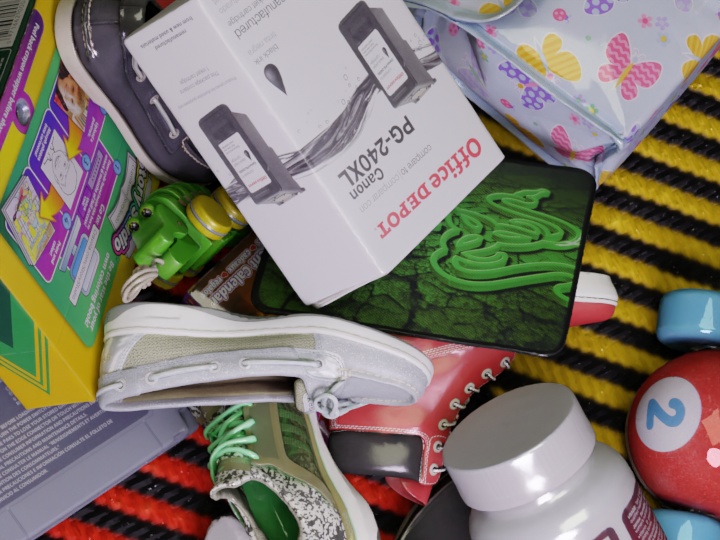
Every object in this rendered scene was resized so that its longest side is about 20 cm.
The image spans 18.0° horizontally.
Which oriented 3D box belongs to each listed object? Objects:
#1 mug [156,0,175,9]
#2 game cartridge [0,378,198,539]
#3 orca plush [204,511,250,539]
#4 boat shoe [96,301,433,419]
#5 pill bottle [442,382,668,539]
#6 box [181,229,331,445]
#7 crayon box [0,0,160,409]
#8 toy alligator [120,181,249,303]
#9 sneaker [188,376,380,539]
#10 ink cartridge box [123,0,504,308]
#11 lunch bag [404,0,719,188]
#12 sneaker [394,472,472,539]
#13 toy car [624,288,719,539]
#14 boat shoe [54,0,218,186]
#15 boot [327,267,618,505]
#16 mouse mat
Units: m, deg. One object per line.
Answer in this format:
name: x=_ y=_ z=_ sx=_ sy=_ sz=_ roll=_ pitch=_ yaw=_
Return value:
mug: x=-0.152 y=-0.206 z=1.502 sx=0.200 sy=0.178 sz=0.134 roll=-10 pitch=124 yaw=-8
game cartridge: x=-0.208 y=0.091 z=1.416 sx=0.200 sy=0.041 sz=0.133 roll=-32 pitch=88 yaw=-41
orca plush: x=-0.049 y=0.251 z=1.424 sx=0.071 sy=0.105 sz=0.200 roll=14 pitch=43 yaw=-45
boat shoe: x=-0.058 y=0.064 z=1.376 sx=0.202 sy=0.074 sz=0.065 roll=8 pitch=69 yaw=-4
pill bottle: x=0.134 y=0.176 z=1.419 sx=0.109 sy=0.110 sz=0.200 roll=-35 pitch=111 yaw=-15
box: x=0.000 y=0.000 z=1.507 sx=0.137 sy=0.039 sz=0.200 roll=46 pitch=74 yaw=1
crayon box: x=-0.198 y=-0.047 z=1.385 sx=0.058 sy=0.173 sz=0.200 roll=-6 pitch=48 yaw=23
toy alligator: x=-0.120 y=-0.025 z=1.424 sx=0.054 sy=0.200 sz=0.059 roll=47 pitch=110 yaw=4
sneaker: x=-0.065 y=0.115 z=1.403 sx=0.077 sy=0.089 sz=0.200 roll=-45 pitch=67 yaw=22
ink cartridge box: x=-0.023 y=-0.101 z=1.373 sx=0.200 sy=0.083 sz=0.145 roll=55 pitch=49 yaw=-11
lunch bag: x=0.137 y=-0.182 z=1.532 sx=0.200 sy=0.127 sz=0.170 roll=40 pitch=72 yaw=8
sneaker: x=0.048 y=0.208 z=1.433 sx=0.075 sy=0.106 sz=0.200 roll=30 pitch=74 yaw=-2
toy car: x=0.275 y=0.099 z=1.450 sx=0.177 sy=0.200 sz=0.185 roll=10 pitch=75 yaw=-7
boat shoe: x=-0.118 y=-0.112 z=1.436 sx=0.063 sy=0.200 sz=0.073 roll=-9 pitch=60 yaw=22
boot: x=0.072 y=0.073 z=1.455 sx=0.200 sy=0.072 sz=0.145 roll=-7 pitch=83 yaw=-7
mouse mat: x=0.042 y=-0.020 z=1.445 sx=0.200 sy=0.008 sz=0.161 roll=9 pitch=50 yaw=7
